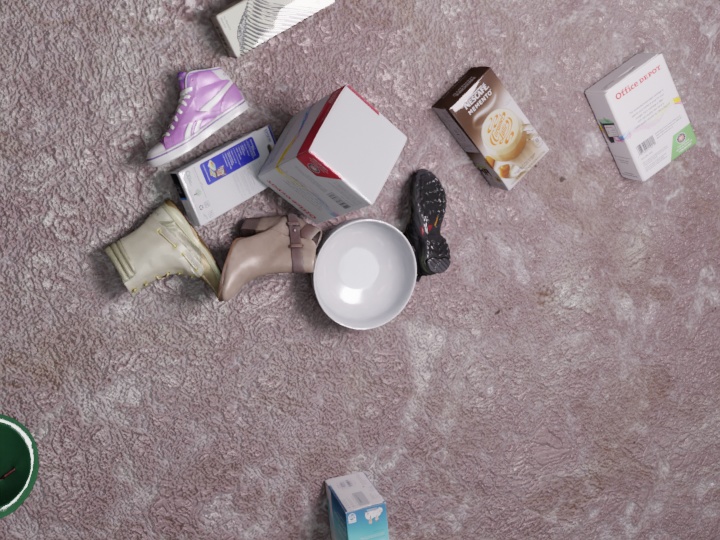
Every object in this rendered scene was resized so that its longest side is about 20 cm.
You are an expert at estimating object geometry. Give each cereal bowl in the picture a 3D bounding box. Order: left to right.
[{"bbox_3d":[0.000,0.000,1.784,0.196,0.083,0.204,-3,103,-14],"label":"cereal bowl"}]

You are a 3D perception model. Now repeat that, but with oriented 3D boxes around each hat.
[{"bbox_3d":[-0.670,0.356,1.669,0.166,0.175,0.201,47,47,-20],"label":"hat"}]

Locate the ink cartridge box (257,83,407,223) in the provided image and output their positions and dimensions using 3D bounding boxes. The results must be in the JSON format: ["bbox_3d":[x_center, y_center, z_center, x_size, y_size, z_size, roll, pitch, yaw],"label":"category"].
[{"bbox_3d":[-0.051,-0.190,1.649,0.145,0.199,0.146,37,65,-22],"label":"ink cartridge box"}]

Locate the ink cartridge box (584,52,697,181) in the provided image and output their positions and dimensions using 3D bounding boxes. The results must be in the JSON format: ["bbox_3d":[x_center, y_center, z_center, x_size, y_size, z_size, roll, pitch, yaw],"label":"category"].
[{"bbox_3d":[0.548,-0.302,1.910,0.144,0.084,0.202,-34,111,-9],"label":"ink cartridge box"}]

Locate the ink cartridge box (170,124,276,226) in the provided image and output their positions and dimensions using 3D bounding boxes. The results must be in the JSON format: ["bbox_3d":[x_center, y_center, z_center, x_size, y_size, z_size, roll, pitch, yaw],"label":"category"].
[{"bbox_3d":[-0.223,-0.165,1.678,0.199,0.039,0.101,-33,112,-30],"label":"ink cartridge box"}]

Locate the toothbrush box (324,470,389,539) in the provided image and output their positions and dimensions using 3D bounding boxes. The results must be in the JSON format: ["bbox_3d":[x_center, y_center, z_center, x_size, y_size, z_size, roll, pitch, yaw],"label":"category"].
[{"bbox_3d":[-0.002,0.511,1.867,0.084,0.146,0.204,-11,106,-16],"label":"toothbrush box"}]

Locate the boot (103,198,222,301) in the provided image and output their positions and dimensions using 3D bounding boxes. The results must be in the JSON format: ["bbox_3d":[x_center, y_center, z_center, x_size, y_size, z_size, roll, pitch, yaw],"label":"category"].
[{"bbox_3d":[-0.329,0.001,1.680,0.154,0.072,0.202,-37,106,-9],"label":"boot"}]

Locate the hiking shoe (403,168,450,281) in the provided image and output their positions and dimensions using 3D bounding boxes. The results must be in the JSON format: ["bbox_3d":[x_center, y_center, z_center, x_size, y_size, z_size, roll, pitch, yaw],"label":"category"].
[{"bbox_3d":[0.108,-0.085,1.808,0.075,0.100,0.204,7,71,-32],"label":"hiking shoe"}]

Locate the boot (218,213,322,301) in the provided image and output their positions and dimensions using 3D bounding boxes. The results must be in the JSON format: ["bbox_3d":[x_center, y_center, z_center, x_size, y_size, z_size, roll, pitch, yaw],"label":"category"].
[{"bbox_3d":[-0.149,-0.019,1.683,0.143,0.071,0.203,11,56,6],"label":"boot"}]

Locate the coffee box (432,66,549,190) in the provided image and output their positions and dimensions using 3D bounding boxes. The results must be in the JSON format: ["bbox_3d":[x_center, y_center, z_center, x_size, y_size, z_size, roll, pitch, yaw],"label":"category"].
[{"bbox_3d":[0.242,-0.263,1.815,0.114,0.080,0.200,-44,112,-5],"label":"coffee box"}]

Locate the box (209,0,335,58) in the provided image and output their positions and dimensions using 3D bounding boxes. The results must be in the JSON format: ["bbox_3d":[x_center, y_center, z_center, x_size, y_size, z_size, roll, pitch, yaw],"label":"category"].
[{"bbox_3d":[-0.148,-0.440,1.646,0.198,0.068,0.083,-33,110,-9],"label":"box"}]

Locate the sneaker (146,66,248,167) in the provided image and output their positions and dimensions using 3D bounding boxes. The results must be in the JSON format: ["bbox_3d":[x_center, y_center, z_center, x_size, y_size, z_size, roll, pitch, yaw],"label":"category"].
[{"bbox_3d":[-0.297,-0.265,1.638,0.200,0.072,0.115,-40,108,-18],"label":"sneaker"}]
